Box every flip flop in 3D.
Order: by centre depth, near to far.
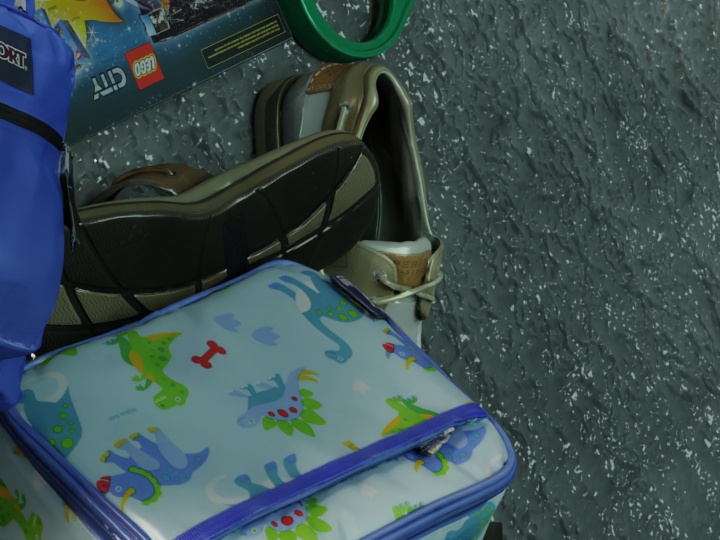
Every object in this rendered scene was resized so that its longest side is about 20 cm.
[{"bbox_3d":[-0.081,-0.018,1.063,0.200,0.058,0.081,-24,132,-32],"label":"flip flop"}]

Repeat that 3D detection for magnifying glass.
[{"bbox_3d":[0.021,-0.169,1.256,0.200,0.022,0.080,-38,108,-44],"label":"magnifying glass"}]

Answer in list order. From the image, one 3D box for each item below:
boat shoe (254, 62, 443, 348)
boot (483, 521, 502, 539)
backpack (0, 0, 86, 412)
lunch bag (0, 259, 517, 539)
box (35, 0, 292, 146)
[{"bbox_3d":[0.000,0.000,1.147,0.075,0.068,0.201,-9,87,-49],"label":"boat shoe"},{"bbox_3d":[0.002,0.185,1.101,0.200,0.077,0.139,5,81,-46],"label":"boot"},{"bbox_3d":[-0.186,-0.052,0.884,0.162,0.167,0.201,23,60,-50],"label":"backpack"},{"bbox_3d":[-0.043,0.085,0.998,0.200,0.083,0.161,-19,52,-41],"label":"lunch bag"},{"bbox_3d":[-0.126,-0.132,1.065,0.200,0.038,0.137,-31,103,-48],"label":"box"}]
